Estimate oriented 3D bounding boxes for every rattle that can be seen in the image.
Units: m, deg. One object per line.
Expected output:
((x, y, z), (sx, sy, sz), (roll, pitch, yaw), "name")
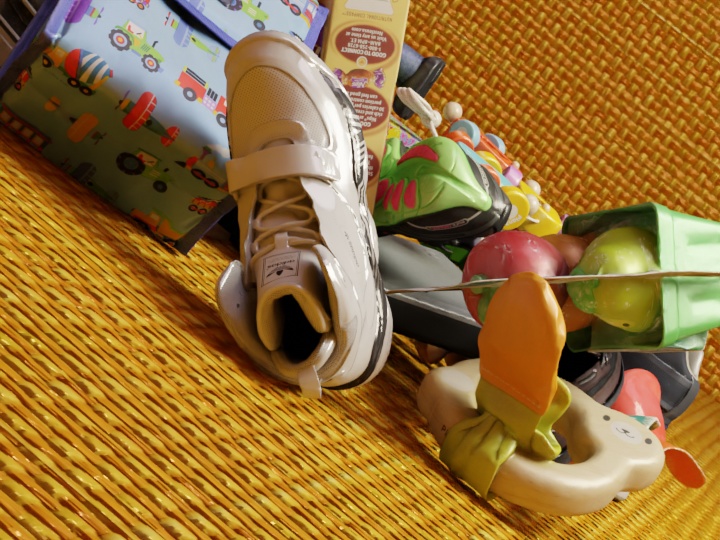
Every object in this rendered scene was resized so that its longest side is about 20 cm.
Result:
((0.142, 0.064, 1.293), (0.198, 0.144, 0.130), (6, 16, -26), "rattle")

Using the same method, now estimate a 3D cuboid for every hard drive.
((0.000, 0.000, 1.492), (0.199, 0.033, 0.140), (19, 16, -34), "hard drive")

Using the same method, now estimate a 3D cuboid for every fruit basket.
((0.121, 0.014, 1.350), (0.198, 0.095, 0.185), (-8, 0, -22), "fruit basket")

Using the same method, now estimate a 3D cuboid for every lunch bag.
((-0.108, -0.139, 1.294), (0.150, 0.094, 0.201), (36, 50, -16), "lunch bag")

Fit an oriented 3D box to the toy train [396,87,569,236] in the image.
((0.079, -0.066, 1.595), (0.150, 0.056, 0.200), (46, 11, 19), "toy train")

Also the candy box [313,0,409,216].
((-0.014, -0.134, 1.420), (0.056, 0.202, 0.117), (5, 11, -14), "candy box")

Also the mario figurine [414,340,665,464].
((0.125, 0.101, 1.554), (0.199, 0.107, 0.123), (29, 37, 34), "mario figurine")

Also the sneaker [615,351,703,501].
((0.167, 0.057, 1.670), (0.202, 0.147, 0.077), (39, 8, 25), "sneaker")

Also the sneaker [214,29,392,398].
((-0.036, -0.028, 1.159), (0.115, 0.074, 0.202), (-31, 108, -77), "sneaker")

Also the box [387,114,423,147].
((-0.077, -0.117, 1.657), (0.192, 0.122, 0.200), (42, 8, 37), "box")

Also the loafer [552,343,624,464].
((0.134, 0.064, 1.448), (0.071, 0.064, 0.200), (8, 27, 15), "loafer")

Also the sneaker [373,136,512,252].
((0.044, -0.041, 1.456), (0.083, 0.077, 0.200), (32, -3, -13), "sneaker")

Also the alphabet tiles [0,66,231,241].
((-0.173, -0.086, 1.427), (0.200, 0.008, 0.167), (40, 6, 17), "alphabet tiles")

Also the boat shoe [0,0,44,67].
((-0.198, -0.154, 1.417), (0.200, 0.071, 0.072), (42, 8, 35), "boat shoe")

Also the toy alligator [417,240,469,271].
((0.082, -0.003, 1.667), (0.199, 0.059, 0.055), (24, -30, 43), "toy alligator")

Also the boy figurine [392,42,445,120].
((-0.025, -0.203, 1.731), (0.199, 0.065, 0.124), (37, 5, 1), "boy figurine")
